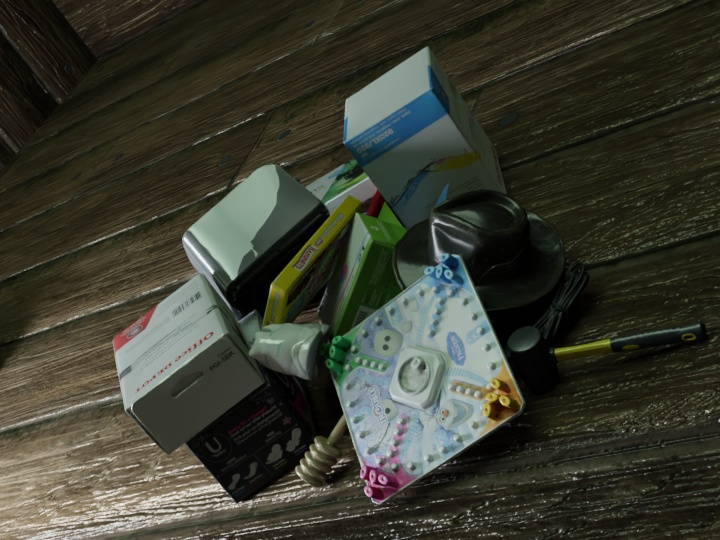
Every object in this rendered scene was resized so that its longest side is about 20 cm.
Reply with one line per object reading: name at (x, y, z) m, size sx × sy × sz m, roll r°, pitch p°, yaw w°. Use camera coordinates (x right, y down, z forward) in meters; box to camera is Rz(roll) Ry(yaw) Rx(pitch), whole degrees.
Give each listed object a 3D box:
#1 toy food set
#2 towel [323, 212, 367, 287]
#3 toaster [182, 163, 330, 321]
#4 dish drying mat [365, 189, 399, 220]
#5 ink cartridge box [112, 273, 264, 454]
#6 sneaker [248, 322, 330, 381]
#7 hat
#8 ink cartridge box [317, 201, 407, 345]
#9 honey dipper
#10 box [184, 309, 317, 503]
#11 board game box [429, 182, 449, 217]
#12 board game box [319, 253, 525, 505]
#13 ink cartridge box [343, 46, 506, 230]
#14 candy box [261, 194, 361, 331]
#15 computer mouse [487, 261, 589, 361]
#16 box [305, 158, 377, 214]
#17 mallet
toy food set at (0.076, 0.111, 1.249) m, size 0.144 × 0.060 × 0.201 m, roll -49°, pitch 28°, yaw 16°
towel at (-0.063, -0.017, 1.654) m, size 0.198 × 0.049 × 0.112 m, roll -14°, pitch 35°, yaw 38°
toaster at (-0.132, -0.021, 1.497) m, size 0.200 × 0.181 × 0.119 m, roll -42°, pitch 70°, yaw -10°
dish drying mat at (0.046, -0.103, 1.629) m, size 0.018 × 0.077 × 0.201 m, roll -1°, pitch 41°, yaw 26°
ink cartridge box at (-0.210, 0.107, 1.333) m, size 0.146 × 0.083 × 0.200 m, roll -36°, pitch 26°, yaw -1°
sneaker at (-0.081, 0.089, 1.317) m, size 0.200 × 0.079 × 0.071 m, roll 61°, pitch -139°, yaw -82°
hat at (0.128, -0.039, 1.245) m, size 0.197 × 0.082 × 0.202 m, roll -7°, pitch 43°, yaw 7°
ink cartridge box at (0.000, 0.000, 1.444) m, size 0.200 × 0.075 × 0.149 m, roll -120°, pitch 49°, yaw -64°
honey dipper at (-0.005, 0.152, 1.244) m, size 0.201 × 0.038 × 0.038 m, roll -57°, pitch 25°, yaw 9°
box at (-0.142, 0.162, 1.386) m, size 0.131 × 0.115 × 0.201 m, roll -34°, pitch 27°, yaw 6°
board game box at (0.093, -0.008, 1.411) m, size 0.201 × 0.038 × 0.159 m, roll -73°, pitch 4°, yaw -52°
board game box at (0.055, 0.110, 1.173) m, size 0.199 × 0.026 × 0.202 m, roll -37°, pitch 52°, yaw 22°
ink cartridge box at (0.089, -0.167, 1.535) m, size 0.144 × 0.201 × 0.148 m, roll -30°, pitch 27°, yaw 18°
candy box at (-0.061, -0.001, 1.394) m, size 0.200 × 0.026 × 0.103 m, roll -52°, pitch -13°, yaw -43°
computer mouse at (0.164, 0.054, 1.271) m, size 0.198 × 0.046 × 0.141 m, roll 2°, pitch 51°, yaw 47°
box at (-0.046, -0.117, 1.754) m, size 0.143 × 0.037 × 0.200 m, roll -32°, pitch 17°, yaw -3°
mallet at (0.242, 0.070, 1.116) m, size 0.198 × 0.066 × 0.041 m, roll -20°, pitch 33°, yaw 31°
